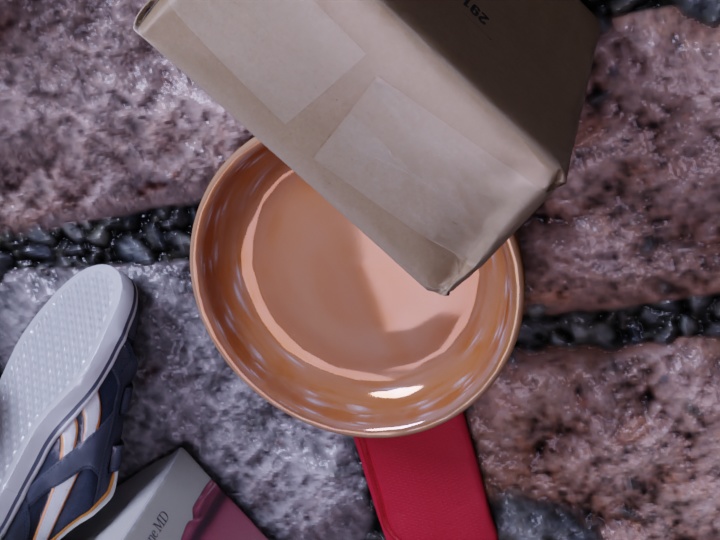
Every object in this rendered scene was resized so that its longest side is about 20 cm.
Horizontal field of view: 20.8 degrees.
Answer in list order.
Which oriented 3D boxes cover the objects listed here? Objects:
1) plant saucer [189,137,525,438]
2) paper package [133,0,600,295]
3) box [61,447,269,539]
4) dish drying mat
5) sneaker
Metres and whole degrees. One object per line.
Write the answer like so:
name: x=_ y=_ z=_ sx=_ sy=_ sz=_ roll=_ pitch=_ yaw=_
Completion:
plant saucer: x=0.000 y=0.000 z=1.138 sx=0.199 sy=0.037 sz=0.201 roll=6 pitch=113 yaw=14
paper package: x=0.013 y=-0.122 z=0.978 sx=0.200 sy=0.191 sz=0.103 roll=41 pitch=121 yaw=-12
box: x=-0.107 y=0.239 z=1.275 sx=0.109 sy=0.128 sz=0.200 roll=-33 pitch=106 yaw=34
dish drying mat: x=0.028 y=0.094 z=1.217 sx=0.077 sy=0.018 sz=0.201 roll=-6 pitch=120 yaw=18
sneaker: x=-0.185 y=0.094 z=1.226 sx=0.079 sy=0.078 sz=0.200 roll=30 pitch=92 yaw=-43
